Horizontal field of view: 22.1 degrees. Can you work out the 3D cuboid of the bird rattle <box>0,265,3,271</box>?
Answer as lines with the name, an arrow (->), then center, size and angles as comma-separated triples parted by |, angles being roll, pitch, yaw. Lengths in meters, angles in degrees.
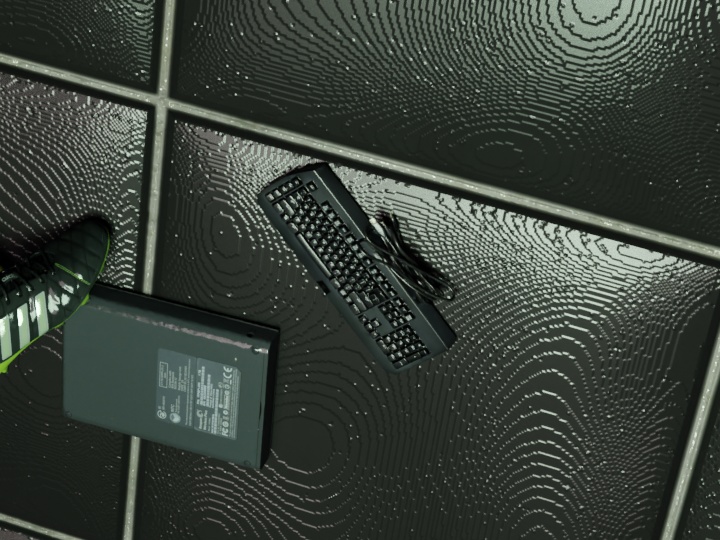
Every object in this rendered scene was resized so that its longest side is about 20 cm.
bird rattle -> -0.432, -0.019, 1.652 | 0.200, 0.113, 0.163 | 44, 140, -4

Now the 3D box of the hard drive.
hard drive -> -0.175, 0.094, 1.658 | 0.198, 0.033, 0.141 | 14, 122, 12

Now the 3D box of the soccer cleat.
soccer cleat -> -0.300, 0.027, 1.600 | 0.200, 0.068, 0.081 | -45, 136, 4

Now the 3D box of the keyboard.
keyboard -> 0.000, 0.000, 1.538 | 0.104, 0.040, 0.200 | -30, 106, 32
